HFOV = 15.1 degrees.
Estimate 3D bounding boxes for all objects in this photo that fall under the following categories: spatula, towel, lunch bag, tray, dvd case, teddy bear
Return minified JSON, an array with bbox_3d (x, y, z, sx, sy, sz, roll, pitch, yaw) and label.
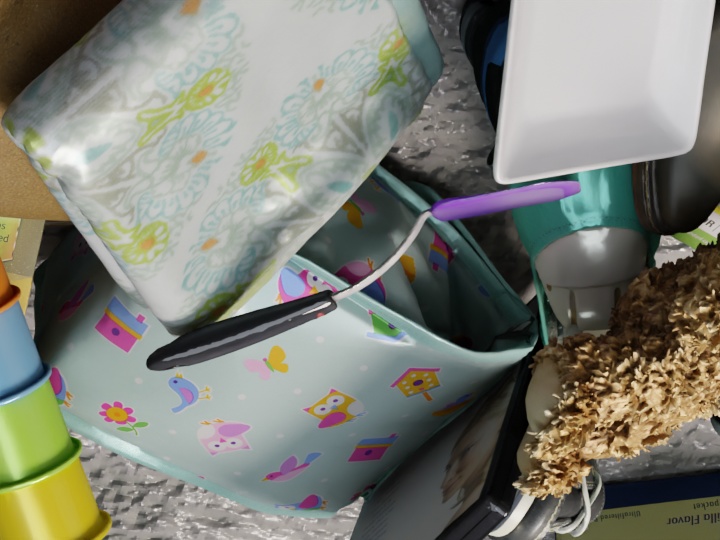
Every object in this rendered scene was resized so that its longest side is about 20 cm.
[{"bbox_3d":[0.000,0.000,1.150,0.200,0.021,0.057,-26,173,1],"label":"spatula"},{"bbox_3d":[-0.047,-0.069,1.107,0.171,0.048,0.200,-46,154,-9],"label":"towel"},{"bbox_3d":[-0.036,0.027,1.307,0.200,0.122,0.170,31,125,-24],"label":"lunch bag"},{"bbox_3d":[0.102,-0.137,1.101,0.107,0.022,0.201,-9,117,-31],"label":"tray"},{"bbox_3d":[0.040,0.100,1.319,0.018,0.200,0.143,38,120,-9],"label":"dvd case"},{"bbox_3d":[0.148,0.035,1.189,0.200,0.067,0.145,-27,151,-32],"label":"teddy bear"}]

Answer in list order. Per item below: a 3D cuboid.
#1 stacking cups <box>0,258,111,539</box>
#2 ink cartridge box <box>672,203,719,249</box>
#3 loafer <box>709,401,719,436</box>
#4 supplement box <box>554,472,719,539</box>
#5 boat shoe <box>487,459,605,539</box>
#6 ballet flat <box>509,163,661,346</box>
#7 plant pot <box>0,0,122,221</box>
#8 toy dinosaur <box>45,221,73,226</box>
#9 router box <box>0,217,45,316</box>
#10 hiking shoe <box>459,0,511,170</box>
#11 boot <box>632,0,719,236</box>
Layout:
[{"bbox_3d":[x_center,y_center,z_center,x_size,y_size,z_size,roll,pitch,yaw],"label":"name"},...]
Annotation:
[{"bbox_3d":[-0.176,0.038,1.231,0.060,0.061,0.201,-17,107,12],"label":"stacking cups"},{"bbox_3d":[0.246,-0.076,1.255,0.148,0.076,0.200,26,129,-29],"label":"ink cartridge box"},{"bbox_3d":[0.269,0.038,1.385,0.199,0.072,0.063,-16,129,14],"label":"loafer"},{"bbox_3d":[0.186,0.252,1.501,0.134,0.200,0.200,-7,136,1],"label":"supplement box"},{"bbox_3d":[0.094,0.100,1.347,0.068,0.200,0.072,31,97,0],"label":"boat shoe"},{"bbox_3d":[0.110,0.006,1.240,0.067,0.071,0.200,-9,151,5],"label":"ballet flat"},{"bbox_3d":[-0.142,-0.098,1.144,0.186,0.187,0.200,-33,144,26],"label":"plant pot"},{"bbox_3d":[-0.239,0.019,1.338,0.106,0.061,0.200,-3,144,-45],"label":"toy dinosaur"},{"bbox_3d":[-0.255,0.004,1.260,0.199,0.052,0.158,10,104,-16],"label":"router box"},{"bbox_3d":[0.116,-0.131,1.178,0.074,0.087,0.200,17,133,-22],"label":"hiking shoe"},{"bbox_3d":[0.189,-0.094,1.154,0.075,0.097,0.201,9,107,-50],"label":"boot"}]
